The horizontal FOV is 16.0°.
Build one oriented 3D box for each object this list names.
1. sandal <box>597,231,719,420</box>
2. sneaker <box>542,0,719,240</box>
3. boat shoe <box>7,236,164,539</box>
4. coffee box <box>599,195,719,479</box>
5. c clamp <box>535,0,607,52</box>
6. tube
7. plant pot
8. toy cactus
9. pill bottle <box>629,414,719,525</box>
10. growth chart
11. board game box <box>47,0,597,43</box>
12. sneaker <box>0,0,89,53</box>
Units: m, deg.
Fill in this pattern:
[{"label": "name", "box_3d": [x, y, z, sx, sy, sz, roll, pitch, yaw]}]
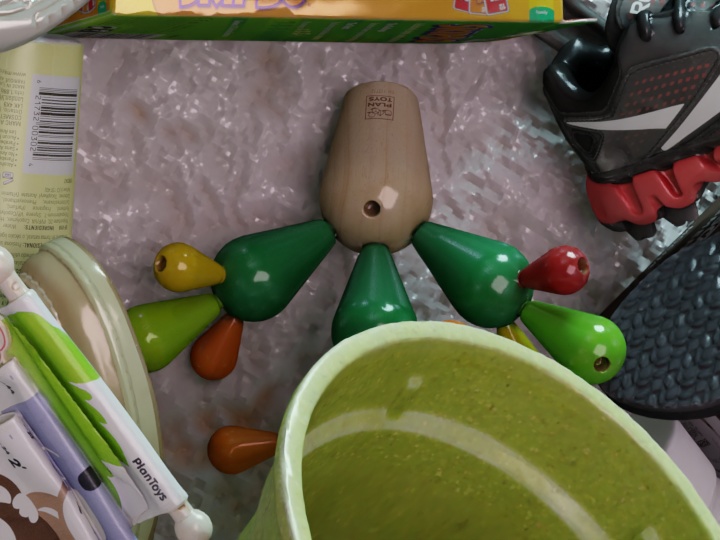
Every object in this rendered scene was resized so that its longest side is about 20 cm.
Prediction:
[{"label": "sandal", "box_3d": [0.183, 0.002, 1.001, 0.200, 0.075, 0.045, -34, 140, -6]}, {"label": "sneaker", "box_3d": [0.153, -0.088, 1.015, 0.098, 0.200, 0.071, 51, 40, -16]}, {"label": "boat shoe", "box_3d": [-0.113, 0.087, 0.938, 0.062, 0.073, 0.201, -13, 113, -28]}, {"label": "coffee box", "box_3d": [0.204, 0.060, 1.076, 0.113, 0.080, 0.200, -44, 95, -16]}, {"label": "c clamp", "box_3d": [0.151, -0.159, 1.099, 0.171, 0.027, 0.200, 41, 76, -16]}, {"label": "tube", "box_3d": [-0.140, 0.010, 0.969, 0.058, 0.052, 0.201, 6, 95, 16]}, {"label": "plant pot", "box_3d": [0.009, 0.151, 0.895, 0.200, 0.184, 0.201, 25, 41, -24]}, {"label": "toy cactus", "box_3d": [0.000, 0.000, 0.994, 0.199, 0.102, 0.166, -5, 61, 13]}, {"label": "pill bottle", "box_3d": [0.147, 0.162, 1.050, 0.114, 0.114, 0.200, -41, 104, -18]}, {"label": "growth chart", "box_3d": [-0.143, 0.097, 0.914, 0.145, 0.200, 0.018, 49, 29, -5]}, {"label": "board game box", "box_3d": [-0.015, -0.103, 0.993, 0.199, 0.095, 0.030, 2, 90, -23]}, {"label": "sneaker", "box_3d": [-0.118, -0.149, 0.936, 0.077, 0.111, 0.201, 29, 63, -17]}]
